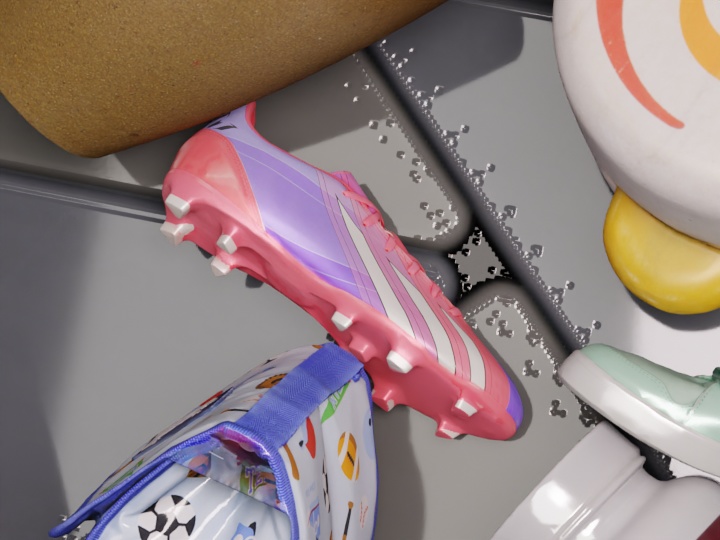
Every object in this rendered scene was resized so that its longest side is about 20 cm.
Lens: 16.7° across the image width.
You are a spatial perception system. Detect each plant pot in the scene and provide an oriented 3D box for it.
[{"bbox_3d":[-0.075,-0.147,1.090,0.200,0.186,0.187,-37,81,18],"label":"plant pot"}]

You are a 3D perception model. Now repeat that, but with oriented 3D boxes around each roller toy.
[{"bbox_3d":[0.180,-0.092,1.052,0.182,0.140,0.200,-12,73,10],"label":"roller toy"}]

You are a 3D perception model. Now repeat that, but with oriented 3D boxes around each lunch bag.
[{"bbox_3d":[-0.064,0.133,1.040,0.124,0.170,0.200,25,106,8],"label":"lunch bag"}]

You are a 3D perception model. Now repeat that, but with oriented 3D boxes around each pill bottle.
[{"bbox_3d":[0.149,0.163,1.051,0.200,0.113,0.113,43,93,9],"label":"pill bottle"}]

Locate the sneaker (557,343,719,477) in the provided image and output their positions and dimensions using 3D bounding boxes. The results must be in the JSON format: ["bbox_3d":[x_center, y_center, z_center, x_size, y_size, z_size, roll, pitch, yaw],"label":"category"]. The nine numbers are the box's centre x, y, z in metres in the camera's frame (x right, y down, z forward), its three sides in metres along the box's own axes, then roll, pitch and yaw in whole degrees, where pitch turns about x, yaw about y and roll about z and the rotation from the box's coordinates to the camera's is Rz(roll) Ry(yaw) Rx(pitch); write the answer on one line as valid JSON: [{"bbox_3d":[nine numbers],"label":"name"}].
[{"bbox_3d":[0.192,0.039,1.067,0.200,0.074,0.118,19,95,-5],"label":"sneaker"}]

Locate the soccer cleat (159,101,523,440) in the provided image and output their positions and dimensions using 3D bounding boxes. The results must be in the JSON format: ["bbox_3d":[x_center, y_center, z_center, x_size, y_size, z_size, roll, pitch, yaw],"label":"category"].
[{"bbox_3d":[0.000,0.000,1.115,0.200,0.067,0.077,35,67,5],"label":"soccer cleat"}]
